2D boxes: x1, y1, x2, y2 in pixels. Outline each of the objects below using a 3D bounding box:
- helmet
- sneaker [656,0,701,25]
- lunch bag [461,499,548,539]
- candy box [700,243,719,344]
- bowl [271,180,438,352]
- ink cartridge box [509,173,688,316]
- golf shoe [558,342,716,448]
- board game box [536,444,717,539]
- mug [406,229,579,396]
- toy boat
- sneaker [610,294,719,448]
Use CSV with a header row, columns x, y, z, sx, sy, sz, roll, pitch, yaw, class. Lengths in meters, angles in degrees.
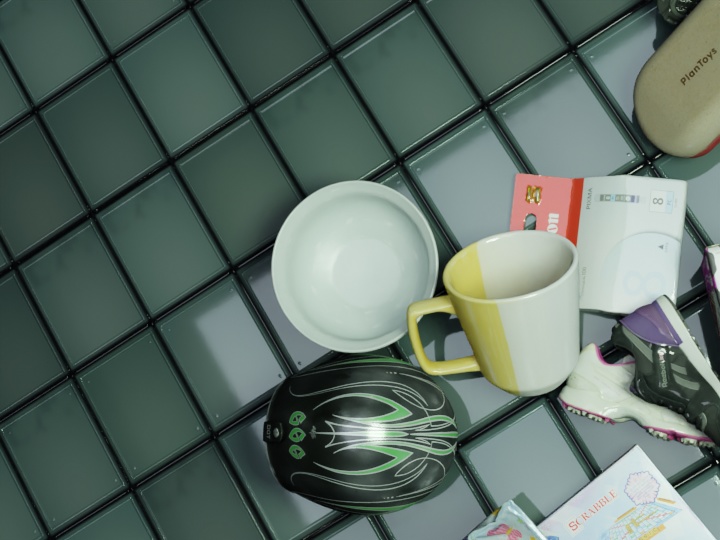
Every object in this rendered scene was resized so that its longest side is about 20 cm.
x,y,z,sx,sy,sz,roll,pitch,yaw,class
0.010,0.186,1.363,0.190,0.200,0.201,-3,81,29,helmet
0.440,-0.318,1.389,0.200,0.076,0.091,14,40,-5,sneaker
0.160,0.384,1.300,0.200,0.127,0.170,48,126,11,lunch bag
0.423,0.074,1.308,0.061,0.136,0.201,-14,79,12,candy box
0.000,0.000,1.431,0.201,0.090,0.202,-2,82,11,bowl
0.271,-0.032,1.399,0.199,0.047,0.161,6,84,10,ink cartridge box
0.328,0.141,1.353,0.200,0.075,0.092,16,82,12,golf shoe
0.299,0.334,1.347,0.200,0.041,0.200,-39,77,5,board game box
0.165,0.055,1.359,0.186,0.149,0.153,4,125,31,mug
0.409,-0.216,1.361,0.200,0.131,0.131,-49,56,33,toy boat
0.343,0.131,1.301,0.087,0.076,0.200,-29,63,5,sneaker
